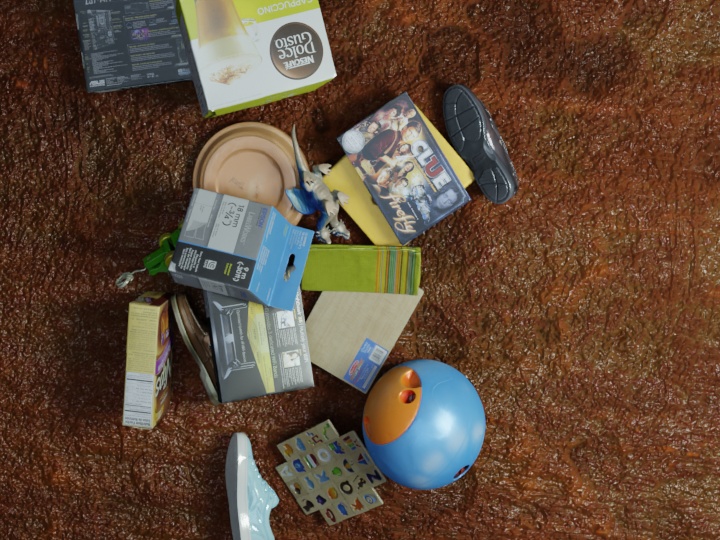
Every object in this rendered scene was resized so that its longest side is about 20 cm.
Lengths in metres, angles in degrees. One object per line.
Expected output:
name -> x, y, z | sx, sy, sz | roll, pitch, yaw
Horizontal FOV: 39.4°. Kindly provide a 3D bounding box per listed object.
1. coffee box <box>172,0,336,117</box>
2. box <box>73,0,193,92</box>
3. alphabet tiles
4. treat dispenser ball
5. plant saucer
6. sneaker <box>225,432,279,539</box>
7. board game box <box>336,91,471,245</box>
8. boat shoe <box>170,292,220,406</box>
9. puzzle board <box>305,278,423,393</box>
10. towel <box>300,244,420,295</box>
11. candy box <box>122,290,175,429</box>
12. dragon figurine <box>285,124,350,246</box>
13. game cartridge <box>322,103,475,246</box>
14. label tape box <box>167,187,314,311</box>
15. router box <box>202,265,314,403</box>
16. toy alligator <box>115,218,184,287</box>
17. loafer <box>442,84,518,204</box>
coffee box -> -0.164, -0.352, 1.513 | 0.196, 0.200, 0.202 | -16, 98, -10
box -> -0.353, -0.379, 1.619 | 0.195, 0.044, 0.164 | -7, 98, 4
alphabet tiles -> -0.052, 0.339, 1.678 | 0.199, 0.006, 0.168 | -30, 96, 37
treat dispenser ball -> 0.100, 0.244, 1.605 | 0.196, 0.201, 0.206 | 0, 99, 3
plant saucer -> -0.180, -0.141, 1.651 | 0.196, 0.032, 0.205 | 0, 98, 4
sneaker -> -0.182, 0.374, 1.717 | 0.080, 0.074, 0.205 | -4, 94, -26
board game box -> 0.069, -0.162, 1.603 | 0.134, 0.035, 0.202 | -33, 95, 5
boat shoe -> -0.251, 0.122, 1.679 | 0.067, 0.072, 0.203 | -22, 105, 1
puzzle board -> -0.006, 0.083, 1.682 | 0.149, 0.017, 0.202 | 29, 99, -2
towel -> 0.000, 0.000, 1.639 | 0.195, 0.018, 0.088 | 2, 119, 2
candy box -> -0.346, 0.145, 1.659 | 0.055, 0.117, 0.205 | 7, 99, 2
dragon figurine -> -0.078, -0.126, 1.609 | 0.059, 0.099, 0.201 | -42, 100, -29
game cartridge -> 0.061, -0.149, 1.639 | 0.200, 0.032, 0.177 | -42, 94, 6
label tape box -> -0.184, -0.034, 1.580 | 0.196, 0.063, 0.147 | 13, 70, 4
router box -> -0.167, 0.102, 1.637 | 0.154, 0.052, 0.205 | -8, 89, -16
toy alligator -> -0.313, -0.022, 1.667 | 0.198, 0.060, 0.054 | -36, 136, 8
loafer -> 0.195, -0.205, 1.615 | 0.071, 0.063, 0.203 | -24, 92, 37
